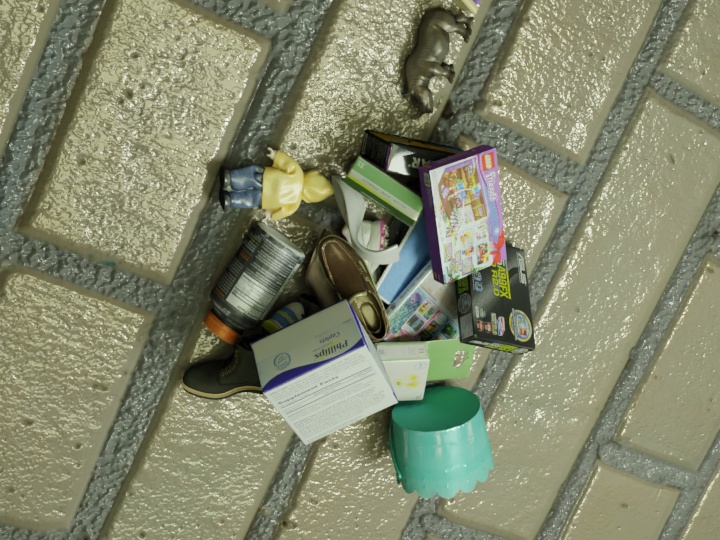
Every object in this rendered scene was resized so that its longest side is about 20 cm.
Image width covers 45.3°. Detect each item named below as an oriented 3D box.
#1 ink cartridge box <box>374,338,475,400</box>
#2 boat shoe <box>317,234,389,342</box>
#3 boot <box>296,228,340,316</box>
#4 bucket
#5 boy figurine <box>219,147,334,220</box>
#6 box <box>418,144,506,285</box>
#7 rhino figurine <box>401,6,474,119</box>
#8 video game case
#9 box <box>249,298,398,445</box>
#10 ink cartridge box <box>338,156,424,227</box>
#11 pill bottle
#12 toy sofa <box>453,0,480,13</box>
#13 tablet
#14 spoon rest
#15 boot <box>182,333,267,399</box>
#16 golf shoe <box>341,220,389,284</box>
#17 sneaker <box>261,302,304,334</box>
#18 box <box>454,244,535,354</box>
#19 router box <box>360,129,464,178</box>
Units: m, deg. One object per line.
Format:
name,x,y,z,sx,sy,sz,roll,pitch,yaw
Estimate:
ink cartridge box,0.119,0.187,1.620,0.195,0.049,0.147,-1,143,-4
boat shoe,-0.006,0.031,1.475,0.074,0.075,0.204,-33,101,2
boot,-0.033,0.041,1.545,0.144,0.070,0.203,24,120,8
bucket,0.153,0.323,1.659,0.203,0.207,0.138,-14,109,-13
boy figurine,-0.142,-0.150,1.481,0.196,0.064,0.127,-5,108,-17
box,0.173,-0.093,1.442,0.135,0.039,0.204,-20,115,-24
rhino figurine,0.125,-0.360,1.504,0.086,0.060,0.203,20,102,-8
video game case,0.132,0.087,1.632,0.182,0.024,0.200,-48,136,1
box,-0.058,0.171,1.429,0.181,0.106,0.201,-25,141,2
ink cartridge box,0.043,-0.135,1.451,0.144,0.200,0.048,33,97,2
pill bottle,-0.191,0.026,1.497,0.105,0.106,0.202,33,95,-24
toy sofa,0.227,-0.540,1.461,0.083,0.098,0.201,40,91,-24
tablet,0.106,-0.021,1.593,0.130,0.014,0.202,37,82,-46
spoon rest,-0.006,-0.084,1.477,0.060,0.201,0.100,-26,143,-13
boot,-0.225,0.156,1.497,0.195,0.079,0.139,-6,143,3
golf shoe,0.000,0.000,1.582,0.089,0.075,0.204,9,110,8
sneaker,-0.113,0.140,1.560,0.082,0.073,0.202,-48,146,-29
box,0.247,0.044,1.604,0.158,0.044,0.204,14,64,-34
router box,0.115,-0.193,1.505,0.196,0.149,0.052,8,105,-21
